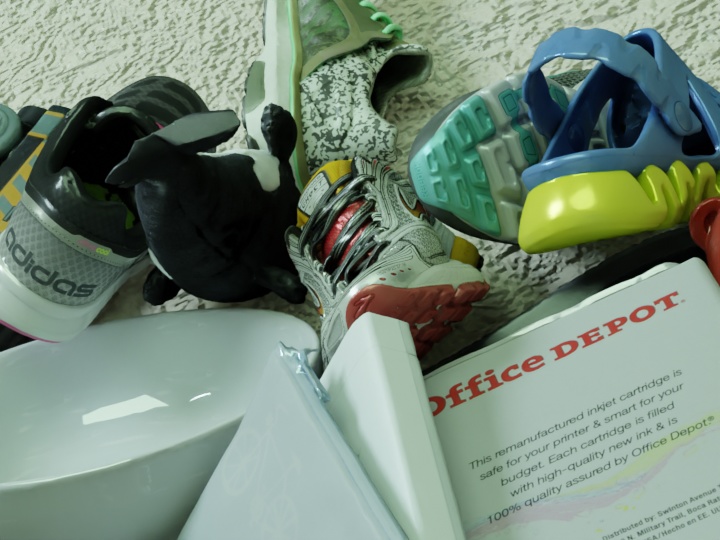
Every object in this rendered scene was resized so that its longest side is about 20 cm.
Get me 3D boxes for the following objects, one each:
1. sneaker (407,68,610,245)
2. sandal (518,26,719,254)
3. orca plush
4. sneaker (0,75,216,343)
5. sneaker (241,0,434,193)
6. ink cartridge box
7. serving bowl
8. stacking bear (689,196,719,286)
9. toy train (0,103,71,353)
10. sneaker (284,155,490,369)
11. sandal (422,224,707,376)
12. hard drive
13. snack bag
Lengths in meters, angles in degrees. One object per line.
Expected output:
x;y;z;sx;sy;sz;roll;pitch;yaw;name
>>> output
0.067;-0.048;1.111;0.091;0.078;0.200;-12;2;34;sneaker
0.129;-0.062;1.059;0.079;0.088;0.200;-14;-1;33;sandal
-0.044;-0.021;1.113;0.071;0.200;0.105;37;75;15;orca plush
-0.106;-0.046;1.167;0.088;0.074;0.200;-52;2;34;sneaker
-0.004;-0.107;1.277;0.088;0.077;0.201;-1;45;8;sneaker
0.101;0.104;0.917;0.144;0.084;0.200;-24;35;1;ink cartridge box
-0.106;0.080;1.060;0.198;0.066;0.200;-12;15;3;serving bowl
0.232;-0.023;0.987;0.199;0.122;0.114;-20;16;6;stacking bear
-0.181;-0.006;1.231;0.113;0.086;0.200;13;45;23;toy train
0.000;0.000;1.048;0.078;0.082;0.200;-43;6;5;sneaker
0.078;0.045;1.035;0.200;0.075;0.048;-30;72;-9;sandal
-0.001;0.130;0.907;0.027;0.132;0.201;15;36;-23;hard drive
-0.043;0.149;0.898;0.201;0.021;0.189;-61;31;17;snack bag
